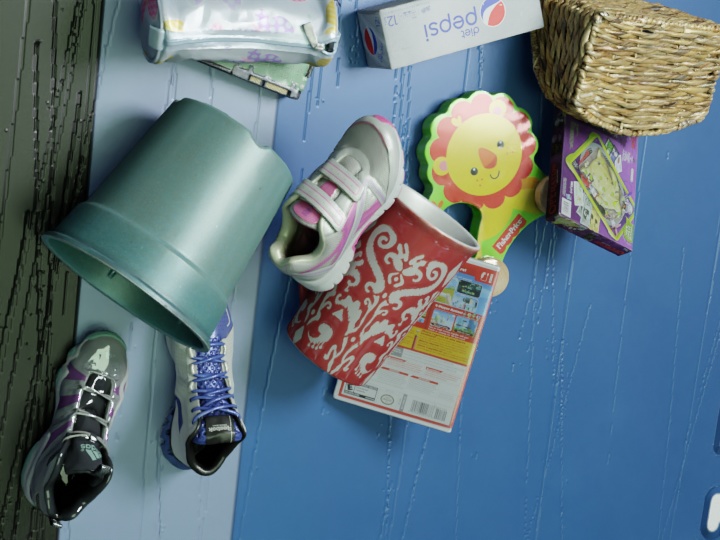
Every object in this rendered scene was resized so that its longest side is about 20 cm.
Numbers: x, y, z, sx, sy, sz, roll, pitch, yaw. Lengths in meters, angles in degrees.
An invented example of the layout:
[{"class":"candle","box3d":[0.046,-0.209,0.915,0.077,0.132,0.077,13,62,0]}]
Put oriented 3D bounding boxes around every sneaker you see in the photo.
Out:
[{"class":"sneaker","box3d":[-0.026,-0.068,1.402,0.088,0.081,0.200,4,116,-62]},{"class":"sneaker","box3d":[-0.275,0.168,1.401,0.078,0.140,0.200,18,93,-27]},{"class":"sneaker","box3d":[-0.159,0.132,1.463,0.080,0.115,0.200,0,101,-26]}]

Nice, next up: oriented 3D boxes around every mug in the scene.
[{"class":"mug","box3d":[0.009,0.005,1.508,0.133,0.178,0.200,23,107,-44]}]

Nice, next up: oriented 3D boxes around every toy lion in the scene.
[{"class":"toy lion","box3d":[0.136,-0.099,1.587,0.192,0.069,0.200,41,83,-19]}]

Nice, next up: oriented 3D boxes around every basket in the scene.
[{"class":"basket","box3d":[0.296,-0.240,1.593,0.200,0.149,0.143,1,112,-28]}]

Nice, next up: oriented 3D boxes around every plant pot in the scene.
[{"class":"plant pot","box3d":[-0.181,-0.054,1.380,0.200,0.200,0.196,40,76,-26]}]

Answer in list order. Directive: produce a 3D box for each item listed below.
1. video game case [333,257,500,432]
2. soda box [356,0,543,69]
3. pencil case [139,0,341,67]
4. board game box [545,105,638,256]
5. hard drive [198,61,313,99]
[{"class":"video game case","box3d":[0.063,0.071,1.567,0.143,0.017,0.200,17,98,3]},{"class":"soda box","box3d":[0.101,-0.279,1.525,0.200,0.063,0.068,-19,107,-21]},{"class":"pencil case","box3d":[-0.121,-0.245,1.373,0.200,0.091,0.083,-2,142,-23]},{"class":"board game box","box3d":[0.274,-0.129,1.607,0.120,0.032,0.200,21,62,-25]},{"class":"hard drive","box3d":[-0.094,-0.296,1.445,0.140,0.038,0.200,18,92,-27]}]
